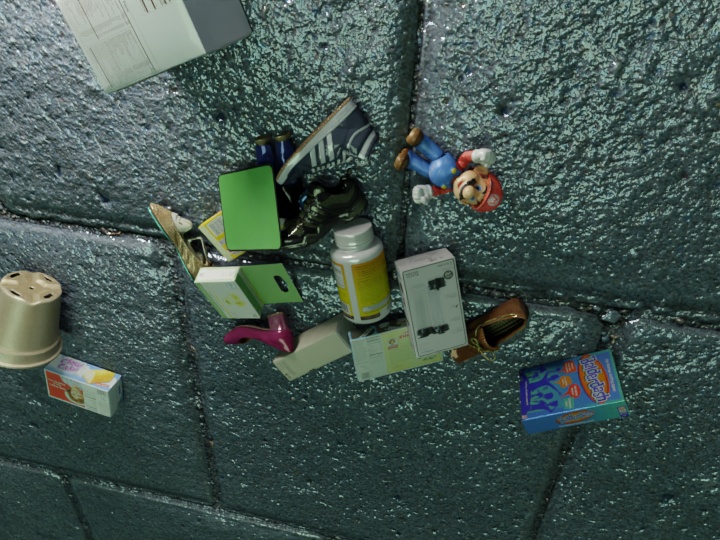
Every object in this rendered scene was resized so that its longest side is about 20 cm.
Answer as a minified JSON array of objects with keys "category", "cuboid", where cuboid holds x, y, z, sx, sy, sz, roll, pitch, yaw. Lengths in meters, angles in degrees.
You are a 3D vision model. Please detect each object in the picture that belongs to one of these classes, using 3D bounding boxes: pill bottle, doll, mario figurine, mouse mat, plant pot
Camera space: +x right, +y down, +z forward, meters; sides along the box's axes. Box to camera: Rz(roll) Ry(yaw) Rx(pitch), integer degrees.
[{"category":"pill bottle","cuboid":[0.000,0.000,1.072,0.108,0.110,0.202,-1,121,15]},{"category":"doll","cuboid":[-0.146,-0.162,1.031,0.135,0.049,0.202,-7,114,5]},{"category":"mario figurine","cuboid":[0.158,-0.167,0.926,0.199,0.107,0.124,30,159,4]},{"category":"mouse mat","cuboid":[-0.219,-0.118,1.033,0.199,0.007,0.163,2,100,44]},{"category":"plant pot","cuboid":[-0.843,0.111,1.330,0.199,0.201,0.185,27,112,-3]}]

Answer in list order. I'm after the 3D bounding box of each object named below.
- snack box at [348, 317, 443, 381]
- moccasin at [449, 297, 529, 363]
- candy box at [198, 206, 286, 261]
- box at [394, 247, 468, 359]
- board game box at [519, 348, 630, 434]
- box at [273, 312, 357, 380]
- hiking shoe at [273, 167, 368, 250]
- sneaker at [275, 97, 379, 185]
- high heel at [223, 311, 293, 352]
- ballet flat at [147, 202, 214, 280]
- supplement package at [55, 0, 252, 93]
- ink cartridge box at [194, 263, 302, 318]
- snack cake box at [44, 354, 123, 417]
[{"category":"snack box","cuboid":[0.079,0.166,1.155,0.198,0.037,0.117,-13,120,-5]},{"category":"moccasin","cuboid":[0.268,0.139,1.107,0.201,0.078,0.074,-35,108,30]},{"category":"candy box","cuboid":[-0.243,-0.102,1.122,0.199,0.027,0.102,-27,115,27]},{"category":"box","cuboid":[0.144,0.068,1.070,0.115,0.060,0.202,-16,112,-4]},{"category":"board game box","cuboid":[0.432,0.248,1.088,0.198,0.153,0.045,-20,115,24]},{"category":"box","cuboid":[-0.103,0.178,1.229,0.199,0.082,0.069,-28,111,29]},{"category":"hiking shoe","cuboid":[-0.088,-0.118,1.010,0.199,0.076,0.101,-31,117,-8]},{"category":"sneaker","cuboid":[-0.056,-0.203,0.960,0.200,0.070,0.108,-43,107,10]},{"category":"high heel","cuboid":[-0.244,0.170,1.241,0.199,0.067,0.097,-23,76,32]},{"category":"ballet flat","cuboid":[-0.389,-0.072,1.168,0.065,0.071,0.201,-27,117,-2]},{"category":"supplement package","cuboid":[-0.320,-0.407,0.852,0.198,0.192,0.148,-11,119,21]},{"category":"ink cartridge box","cuboid":[-0.247,0.049,1.179,0.198,0.048,0.146,-1,142,17]},{"category":"snack cake box","cuboid":[-0.790,0.330,1.511,0.198,0.067,0.116,18,126,3]}]
